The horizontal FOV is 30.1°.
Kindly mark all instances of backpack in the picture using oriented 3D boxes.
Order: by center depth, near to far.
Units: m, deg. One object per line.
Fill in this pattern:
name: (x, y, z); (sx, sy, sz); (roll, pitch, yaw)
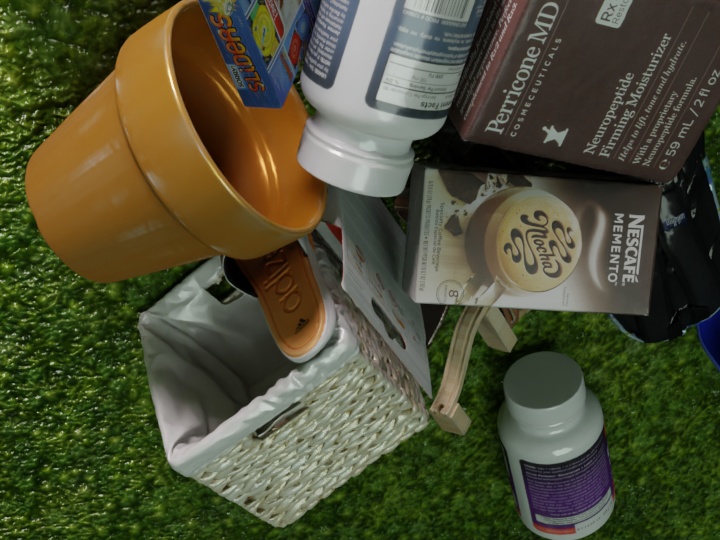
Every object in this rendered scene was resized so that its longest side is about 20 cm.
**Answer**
backpack: (0.271, -0.029, 1.263); (0.163, 0.154, 0.200); (-31, 108, 2)

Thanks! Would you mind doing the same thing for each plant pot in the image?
plant pot: (-0.157, -0.083, 1.057); (0.183, 0.201, 0.200); (-25, 132, 24)

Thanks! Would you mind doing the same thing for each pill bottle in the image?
pill bottle: (0.020, -0.165, 1.018); (0.119, 0.120, 0.201); (9, 113, -23)
pill bottle: (0.205, 0.183, 1.414); (0.111, 0.112, 0.200); (-19, 130, -2)

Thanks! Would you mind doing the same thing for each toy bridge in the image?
toy bridge: (0.118, 0.047, 1.204); (0.200, 0.027, 0.067); (-58, 137, -20)

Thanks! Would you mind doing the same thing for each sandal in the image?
sandal: (-0.077, -0.009, 1.114); (0.079, 0.207, 0.059); (-44, 130, 11)

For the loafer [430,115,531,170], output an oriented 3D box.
loafer: (0.124, -0.072, 1.214); (0.073, 0.072, 0.200); (-35, 130, 10)

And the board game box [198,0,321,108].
board game box: (-0.078, -0.235, 0.966); (0.034, 0.136, 0.200); (5, 144, 22)

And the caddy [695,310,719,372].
caddy: (0.429, 0.071, 1.349); (0.141, 0.200, 0.105); (-40, 145, 17)

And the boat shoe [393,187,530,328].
boat shoe: (0.099, -0.007, 1.242); (0.200, 0.076, 0.072); (37, 73, -35)

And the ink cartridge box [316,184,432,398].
ink cartridge box: (0.000, 0.000, 1.148); (0.050, 0.200, 0.162); (-22, 132, 18)

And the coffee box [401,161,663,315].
coffee box: (0.142, -0.027, 1.122); (0.199, 0.080, 0.113); (3, 98, -7)

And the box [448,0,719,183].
box: (0.175, -0.194, 1.075); (0.199, 0.164, 0.166); (9, 124, -23)

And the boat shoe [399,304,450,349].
boat shoe: (0.029, 0.086, 1.312); (0.070, 0.070, 0.200); (21, 117, -28)

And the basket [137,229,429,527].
basket: (-0.068, 0.088, 1.200); (0.198, 0.200, 0.161); (-37, 130, 13)
